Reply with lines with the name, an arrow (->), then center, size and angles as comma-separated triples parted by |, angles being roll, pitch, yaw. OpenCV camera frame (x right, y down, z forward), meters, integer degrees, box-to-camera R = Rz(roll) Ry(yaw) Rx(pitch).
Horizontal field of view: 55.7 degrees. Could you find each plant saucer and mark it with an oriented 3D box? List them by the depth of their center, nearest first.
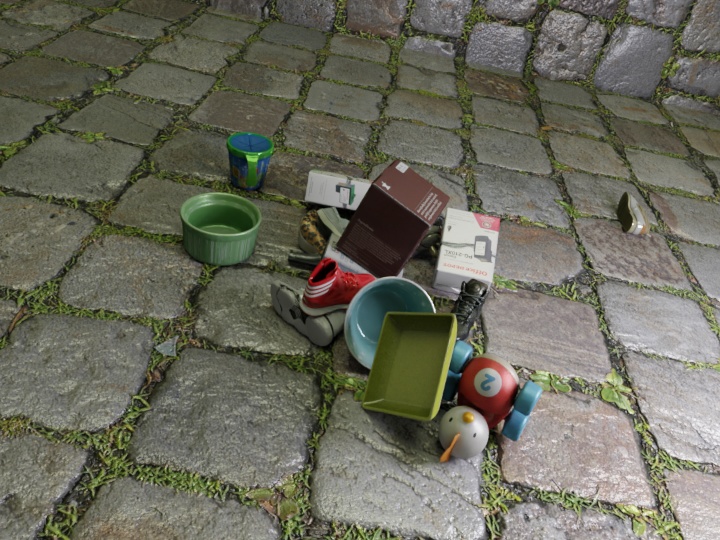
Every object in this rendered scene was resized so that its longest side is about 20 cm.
plant saucer -> 0.103, 0.184, 1.309 | 0.048, 0.203, 0.199 | 26, -18, -34

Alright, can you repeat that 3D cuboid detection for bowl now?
bowl -> 0.053, 0.107, 1.454 | 0.197, 0.205, 0.105 | 4, 7, -12

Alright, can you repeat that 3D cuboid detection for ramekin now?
ramekin -> -0.346, -0.101, 1.681 | 0.196, 0.099, 0.201 | 9, 34, -6

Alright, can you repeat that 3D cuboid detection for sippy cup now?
sippy cup -> -0.321, -0.308, 1.957 | 0.138, 0.132, 0.178 | 20, 35, 14

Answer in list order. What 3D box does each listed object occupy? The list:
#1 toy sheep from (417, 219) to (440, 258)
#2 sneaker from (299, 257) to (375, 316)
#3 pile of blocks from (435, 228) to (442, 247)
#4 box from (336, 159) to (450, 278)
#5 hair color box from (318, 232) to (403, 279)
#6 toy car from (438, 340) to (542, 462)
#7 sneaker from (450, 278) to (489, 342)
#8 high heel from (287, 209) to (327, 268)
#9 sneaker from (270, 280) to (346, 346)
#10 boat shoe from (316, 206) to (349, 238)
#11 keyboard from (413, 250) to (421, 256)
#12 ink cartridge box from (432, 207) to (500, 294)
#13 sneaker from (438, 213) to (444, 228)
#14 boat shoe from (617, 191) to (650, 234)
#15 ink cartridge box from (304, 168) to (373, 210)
toy sheep -> 0.149, -0.118, 1.821 | 0.136, 0.138, 0.202 | -17, 75, -36
sneaker -> -0.033, 0.024, 1.464 | 0.198, 0.117, 0.078 | -22, 55, -37
pile of blocks -> 0.274, -0.065, 1.849 | 0.081, 0.063, 0.200 | -20, 48, -38
box -> 0.076, -0.113, 1.595 | 0.163, 0.201, 0.166 | 36, 37, 4
hair color box -> 0.000, 0.000, 1.632 | 0.198, 0.061, 0.100 | 26, 36, -8
toy car -> 0.208, 0.274, 1.273 | 0.183, 0.178, 0.200 | 28, 49, 19
sneaker -> 0.240, 0.090, 1.580 | 0.075, 0.116, 0.199 | 23, 38, 20
high heel -> -0.094, -0.077, 1.746 | 0.140, 0.072, 0.202 | 12, 47, 5
sneaker -> -0.107, 0.080, 1.523 | 0.199, 0.076, 0.114 | 38, 41, 25
boat shoe -> -0.056, -0.113, 1.801 | 0.071, 0.071, 0.201 | -23, 40, -11
keyboard -> 0.130, -0.057, 1.846 | 0.056, 0.011, 0.199 | 33, 40, 28
ink cartridge box -> 0.271, -0.045, 1.740 | 0.142, 0.085, 0.202 | 11, 58, 4
sneaker -> 0.143, -0.156, 1.930 | 0.196, 0.077, 0.079 | 7, 18, -9
boat shoe -> 0.885, -0.180, 2.209 | 0.067, 0.075, 0.202 | 17, 41, -3
ink cartridge box -> -0.051, -0.225, 1.927 | 0.196, 0.086, 0.146 | 10, 12, -3
